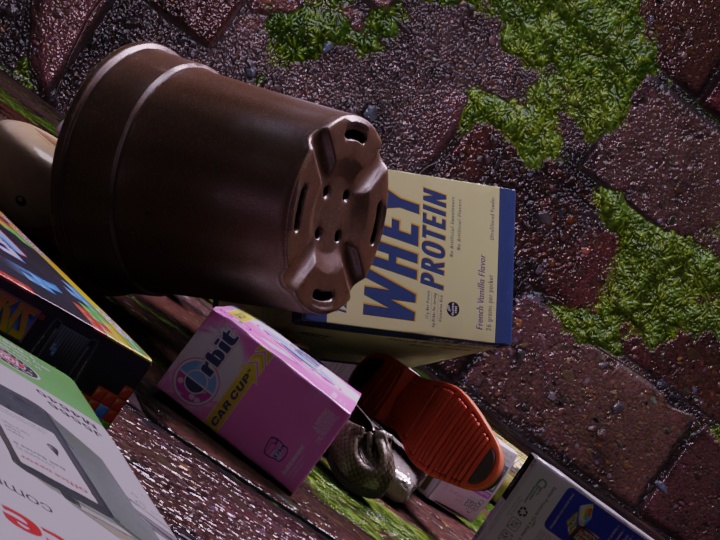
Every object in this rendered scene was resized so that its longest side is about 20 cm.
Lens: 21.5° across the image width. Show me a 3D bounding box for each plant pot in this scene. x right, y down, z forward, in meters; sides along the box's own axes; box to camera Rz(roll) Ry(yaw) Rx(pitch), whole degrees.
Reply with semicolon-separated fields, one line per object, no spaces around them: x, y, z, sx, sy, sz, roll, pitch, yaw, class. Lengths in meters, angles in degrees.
-0.098;-0.060;1.435;0.196;0.202;0.200;13;-10;29;plant pot

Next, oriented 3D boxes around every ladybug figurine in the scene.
-0.247;-0.060;1.580;0.135;0.072;0.200;37;2;27;ladybug figurine

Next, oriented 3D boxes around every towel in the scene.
-0.002;0.142;1.595;0.132;0.035;0.200;35;1;5;towel

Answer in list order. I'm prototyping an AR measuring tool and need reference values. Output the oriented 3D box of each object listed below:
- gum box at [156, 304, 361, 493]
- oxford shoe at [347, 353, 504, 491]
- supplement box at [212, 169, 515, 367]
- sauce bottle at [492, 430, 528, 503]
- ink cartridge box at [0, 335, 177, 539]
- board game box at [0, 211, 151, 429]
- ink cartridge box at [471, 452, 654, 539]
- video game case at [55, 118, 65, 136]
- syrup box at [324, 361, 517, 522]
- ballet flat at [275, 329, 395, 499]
-0.065;0.083;1.309;0.113;0.066;0.200;37;1;2;gum box
0.068;0.132;1.579;0.072;0.071;0.200;39;0;-38;oxford shoe
0.000;0.000;1.625;0.198;0.136;0.199;7;-11;-25;supplement box
0.144;0.215;2.102;0.199;0.066;0.066;35;1;20;sauce bottle
-0.120;0.058;0.433;0.145;0.084;0.200;35;2;-28;ink cartridge box
-0.217;-0.009;0.949;0.165;0.057;0.200;36;1;-43;board game box
0.196;0.248;1.579;0.199;0.095;0.037;36;1;-4;ink cartridge box
-0.223;-0.065;2.026;0.181;0.023;0.200;29;-18;35;video game case
0.046;0.142;1.763;0.200;0.082;0.079;35;2;44;syrup box
-0.026;0.100;1.468;0.067;0.047;0.200;9;27;-35;ballet flat
